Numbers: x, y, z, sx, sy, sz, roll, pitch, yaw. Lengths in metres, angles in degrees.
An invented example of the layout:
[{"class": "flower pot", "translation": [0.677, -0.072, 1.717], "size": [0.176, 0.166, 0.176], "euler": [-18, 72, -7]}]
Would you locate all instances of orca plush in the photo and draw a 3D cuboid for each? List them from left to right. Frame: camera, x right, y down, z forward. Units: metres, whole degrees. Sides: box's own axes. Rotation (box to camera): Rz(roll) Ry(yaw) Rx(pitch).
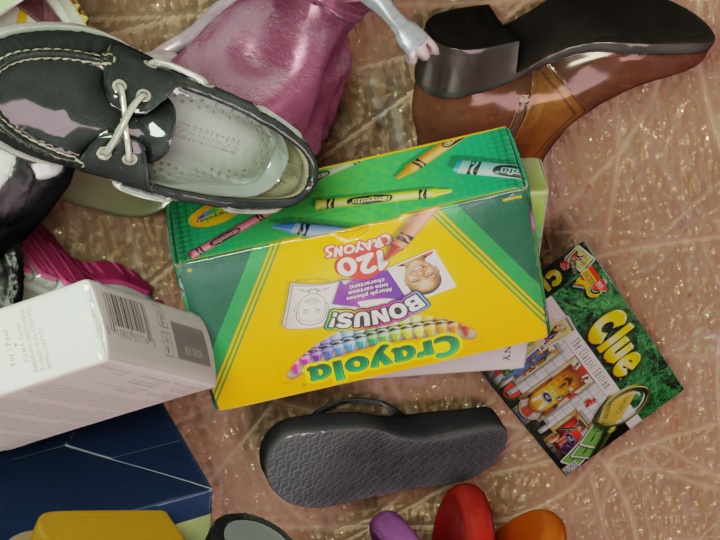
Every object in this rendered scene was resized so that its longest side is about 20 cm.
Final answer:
[{"class": "orca plush", "translation": [-0.207, 0.003, 1.315], "size": [0.200, 0.071, 0.105], "euler": [-45, 180, -15]}]

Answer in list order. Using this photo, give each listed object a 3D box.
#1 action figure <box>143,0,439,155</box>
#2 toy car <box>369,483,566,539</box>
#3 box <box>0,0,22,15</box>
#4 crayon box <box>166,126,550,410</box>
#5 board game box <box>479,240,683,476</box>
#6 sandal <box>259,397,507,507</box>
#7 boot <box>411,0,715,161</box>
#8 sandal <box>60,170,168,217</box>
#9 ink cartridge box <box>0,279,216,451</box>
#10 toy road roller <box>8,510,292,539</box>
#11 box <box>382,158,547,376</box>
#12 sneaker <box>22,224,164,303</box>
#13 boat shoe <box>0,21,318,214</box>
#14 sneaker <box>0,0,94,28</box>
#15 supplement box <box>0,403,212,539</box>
[{"class": "action figure", "translation": [-0.022, -0.157, 1.411], "size": [0.149, 0.134, 0.200], "euler": [28, 103, -2]}, {"class": "toy car", "translation": [0.057, 0.223, 1.727], "size": [0.200, 0.175, 0.150], "euler": [-22, 104, -12]}, {"class": "box", "translation": [-0.191, -0.227, 1.222], "size": [0.144, 0.036, 0.200], "euler": [-34, 114, -3]}, {"class": "crayon box", "translation": [0.000, 0.000, 1.459], "size": [0.200, 0.058, 0.119], "euler": [-13, 133, 0]}, {"class": "board game box", "translation": [0.141, 0.062, 1.704], "size": [0.105, 0.023, 0.200], "euler": [-39, 144, 2]}, {"class": "sandal", "translation": [0.008, 0.114, 1.682], "size": [0.200, 0.043, 0.076], "euler": [3, 132, -44]}, {"class": "boot", "translation": [0.114, -0.068, 1.564], "size": [0.188, 0.069, 0.200], "euler": [-13, 133, -22]}, {"class": "sandal", "translation": [-0.172, -0.064, 1.405], "size": [0.201, 0.057, 0.080], "euler": [9, 121, -36]}, {"class": "ink cartridge box", "translation": [-0.196, 0.061, 1.368], "size": [0.200, 0.047, 0.160], "euler": [-16, 169, 15]}, {"class": "toy road roller", "translation": [-0.106, 0.221, 1.429], "size": [0.200, 0.146, 0.123], "euler": [6, 122, -34]}, {"class": "box", "translation": [0.006, 0.003, 1.535], "size": [0.199, 0.036, 0.145], "euler": [-5, 132, -9]}, {"class": "sneaker", "translation": [-0.189, 0.026, 1.456], "size": [0.088, 0.081, 0.200], "euler": [-47, 134, 10]}, {"class": "boat shoe", "translation": [-0.107, -0.075, 1.291], "size": [0.200, 0.060, 0.076], "euler": [9, 101, -38]}, {"class": "sneaker", "translation": [-0.194, -0.133, 1.327], "size": [0.090, 0.075, 0.200], "euler": [-31, 126, -4]}, {"class": "supplement box", "translation": [-0.203, 0.185, 1.542], "size": [0.200, 0.134, 0.200], "euler": [-14, 132, -21]}]
